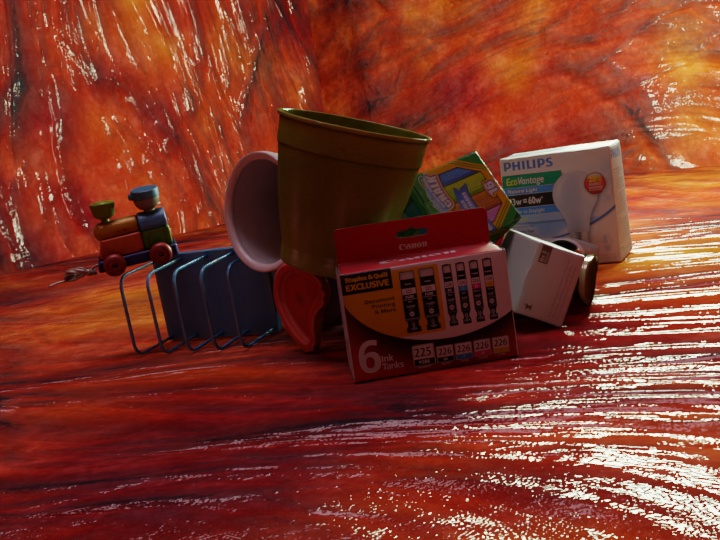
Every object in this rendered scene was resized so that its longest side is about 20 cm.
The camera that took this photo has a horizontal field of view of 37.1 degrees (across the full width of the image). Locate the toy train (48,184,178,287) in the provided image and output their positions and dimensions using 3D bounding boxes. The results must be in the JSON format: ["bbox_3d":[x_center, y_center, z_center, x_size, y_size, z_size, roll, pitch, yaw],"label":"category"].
[{"bbox_3d":[-0.384,-0.053,1.614,0.199,0.116,0.085,-14,14,-11],"label":"toy train"}]

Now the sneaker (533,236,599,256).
[{"bbox_3d":[0.313,-0.026,1.822,0.092,0.076,0.200,-6,11,-44],"label":"sneaker"}]

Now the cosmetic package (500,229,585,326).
[{"bbox_3d":[0.236,0.006,1.472,0.074,0.102,0.200,17,7,-8],"label":"cosmetic package"}]

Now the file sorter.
[{"bbox_3d":[-0.242,0.049,1.622,0.199,0.139,0.123,-6,13,22],"label":"file sorter"}]

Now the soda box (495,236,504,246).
[{"bbox_3d":[0.204,-0.036,1.679,0.199,0.064,0.068,18,12,-6],"label":"soda box"}]

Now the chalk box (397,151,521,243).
[{"bbox_3d":[0.101,-0.063,1.504,0.200,0.124,0.125,-26,-13,-40],"label":"chalk box"}]

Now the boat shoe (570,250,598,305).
[{"bbox_3d":[0.301,0.009,1.521,0.065,0.074,0.200,6,1,13],"label":"boat shoe"}]

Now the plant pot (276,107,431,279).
[{"bbox_3d":[-0.026,-0.094,1.379,0.200,0.194,0.200,11,11,-2],"label":"plant pot"}]

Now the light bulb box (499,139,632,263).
[{"bbox_3d":[0.363,-0.115,1.890,0.198,0.201,0.125,-6,8,23],"label":"light bulb box"}]

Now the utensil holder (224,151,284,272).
[{"bbox_3d":[-0.073,-0.091,1.579,0.170,0.171,0.200,-1,5,45],"label":"utensil holder"}]

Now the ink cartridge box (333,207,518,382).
[{"bbox_3d":[0.074,0.026,1.286,0.199,0.176,0.084,-10,9,-3],"label":"ink cartridge box"}]

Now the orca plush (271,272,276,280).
[{"bbox_3d":[-0.142,0.002,1.696,0.200,0.105,0.071,-27,32,26],"label":"orca plush"}]

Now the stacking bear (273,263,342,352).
[{"bbox_3d":[-0.012,0.021,1.519,0.200,0.122,0.114,-15,41,-36],"label":"stacking bear"}]
